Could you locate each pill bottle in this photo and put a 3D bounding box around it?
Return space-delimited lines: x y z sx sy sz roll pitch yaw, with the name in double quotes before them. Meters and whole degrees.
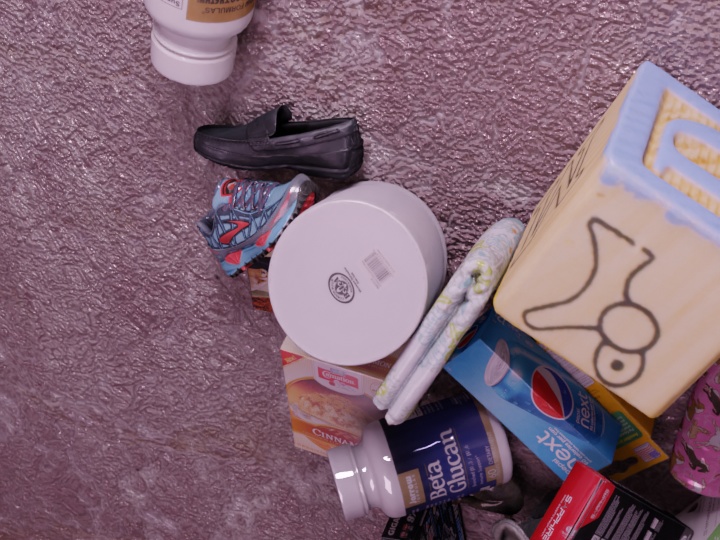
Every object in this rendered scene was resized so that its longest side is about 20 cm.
"pill bottle" 0.065 0.215 1.198 0.197 0.111 0.113 -17 122 -5
"pill bottle" -0.157 -0.293 1.040 0.113 0.115 0.202 24 131 9

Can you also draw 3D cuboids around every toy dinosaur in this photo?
"toy dinosaur" 0.162 0.271 1.315 0.101 0.077 0.202 -6 118 38

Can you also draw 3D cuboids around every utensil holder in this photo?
"utensil holder" 0.000 0.000 1.077 0.167 0.200 0.173 1 98 9

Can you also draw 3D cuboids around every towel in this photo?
"towel" 0.093 0.048 1.061 0.048 0.171 0.202 33 115 4

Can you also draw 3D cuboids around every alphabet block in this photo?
"alphabet block" 0.265 -0.028 0.961 0.194 0.197 0.201 35 132 2

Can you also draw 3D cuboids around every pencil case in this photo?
"pencil case" 0.388 0.148 1.103 0.085 0.083 0.202 23 131 18

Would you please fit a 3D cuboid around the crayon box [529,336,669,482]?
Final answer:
"crayon box" 0.245 0.152 1.200 0.200 0.052 0.125 45 131 -8

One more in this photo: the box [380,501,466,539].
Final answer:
"box" 0.088 0.361 1.363 0.045 0.160 0.203 3 125 24

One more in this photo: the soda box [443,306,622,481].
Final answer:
"soda box" 0.188 0.137 1.142 0.200 0.064 0.068 43 132 -7

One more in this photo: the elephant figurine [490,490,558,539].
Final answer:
"elephant figurine" 0.224 0.343 1.289 0.141 0.157 0.198 32 163 -37

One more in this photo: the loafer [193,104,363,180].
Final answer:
"loafer" -0.091 -0.147 1.148 0.197 0.068 0.072 7 119 16

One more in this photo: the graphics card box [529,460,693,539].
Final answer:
"graphics card box" 0.270 0.298 1.140 0.199 0.127 0.051 31 180 -37

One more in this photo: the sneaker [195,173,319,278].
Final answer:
"sneaker" -0.125 -0.063 1.165 0.096 0.079 0.199 48 139 -8

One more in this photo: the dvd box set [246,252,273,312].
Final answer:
"dvd box set" -0.046 0.000 1.254 0.197 0.029 0.148 11 128 21

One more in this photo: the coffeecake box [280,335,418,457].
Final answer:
"coffeecake box" -0.009 0.155 1.299 0.151 0.074 0.202 15 139 17

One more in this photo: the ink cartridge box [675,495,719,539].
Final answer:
"ink cartridge box" 0.389 0.355 1.210 0.083 0.146 0.201 33 132 0
